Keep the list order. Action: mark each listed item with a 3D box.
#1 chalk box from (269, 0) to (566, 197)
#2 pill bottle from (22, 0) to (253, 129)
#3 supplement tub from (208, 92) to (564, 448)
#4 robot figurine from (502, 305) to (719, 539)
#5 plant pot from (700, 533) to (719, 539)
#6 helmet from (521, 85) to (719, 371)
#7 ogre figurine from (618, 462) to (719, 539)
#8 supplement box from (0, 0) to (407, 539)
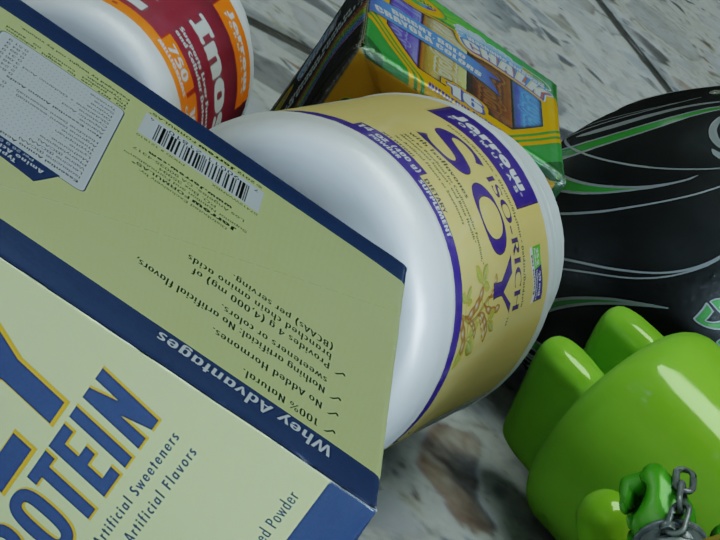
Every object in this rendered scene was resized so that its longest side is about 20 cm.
[{"bbox_3d":[0.021,-0.066,1.244,0.123,0.125,0.200,33,21,-9],"label":"chalk box"},{"bbox_3d":[-0.111,-0.085,1.075,0.113,0.113,0.200,36,20,-1],"label":"pill bottle"},{"bbox_3d":[0.000,0.000,1.024,0.145,0.146,0.200,41,20,12],"label":"supplement tub"},{"bbox_3d":[0.154,0.110,1.084,0.175,0.116,0.200,-22,59,-38],"label":"robot figurine"},{"bbox_3d":[0.155,0.213,0.761,0.200,0.201,0.190,30,35,-17],"label":"plant pot"},{"bbox_3d":[0.163,0.004,1.233,0.200,0.189,0.201,48,34,-49],"label":"helmet"},{"bbox_3d":[0.155,0.186,0.944,0.097,0.201,0.120,-5,27,15],"label":"ogre figurine"},{"bbox_3d":[-0.104,0.030,0.793,0.199,0.135,0.200,34,19,-9],"label":"supplement box"}]
